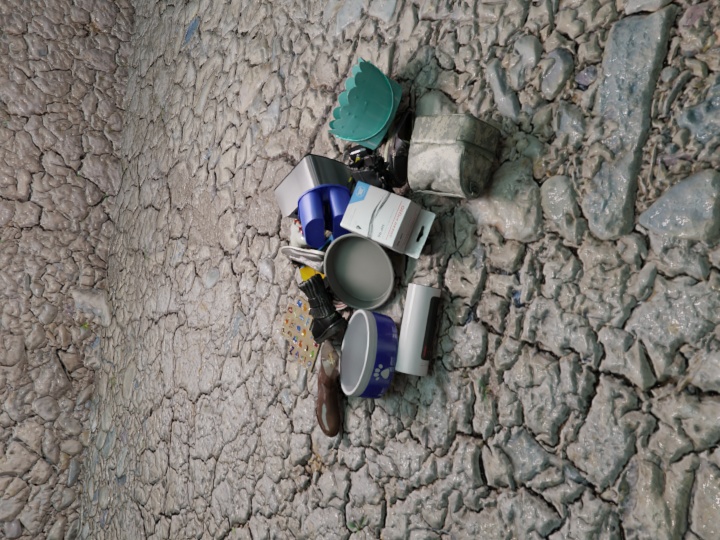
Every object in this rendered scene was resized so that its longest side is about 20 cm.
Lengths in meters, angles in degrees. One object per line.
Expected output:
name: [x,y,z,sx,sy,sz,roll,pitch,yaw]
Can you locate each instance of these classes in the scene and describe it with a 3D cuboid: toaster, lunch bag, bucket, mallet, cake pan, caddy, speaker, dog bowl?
toaster: [-0.113,-0.223,1.732,0.199,0.178,0.121,-39,60,34]
lunch bag: [0.201,-0.251,1.407,0.198,0.137,0.173,16,92,49]
bucket: [0.013,-0.425,1.616,0.209,0.132,0.210,-90,26,-59]
mallet: [-0.025,-0.261,1.689,0.065,0.041,0.204,-3,56,41]
cake pan: [0.000,0.000,1.579,0.195,0.037,0.206,10,114,22]
caddy: [-0.088,-0.145,1.580,0.201,0.137,0.108,96,164,-66]
speaker: [0.131,0.137,1.437,0.080,0.080,0.207,7,86,48]
dog bowl: [0.017,0.202,1.500,0.199,0.077,0.207,-168,89,-72]

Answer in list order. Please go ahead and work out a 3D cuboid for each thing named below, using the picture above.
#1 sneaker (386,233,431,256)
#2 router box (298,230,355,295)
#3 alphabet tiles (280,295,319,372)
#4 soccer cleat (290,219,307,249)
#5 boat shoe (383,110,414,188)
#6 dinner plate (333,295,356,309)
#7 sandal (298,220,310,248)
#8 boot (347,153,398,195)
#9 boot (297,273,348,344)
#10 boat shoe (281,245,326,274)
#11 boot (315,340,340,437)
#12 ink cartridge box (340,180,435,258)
sneaker: [0.075,-0.107,1.520,0.199,0.060,0.104,44,150,0]
router box: [-0.084,-0.022,1.706,0.200,0.050,0.152,-46,50,29]
alphabet tiles: [-0.172,0.177,1.828,0.198,0.007,0.172,28,102,49]
soccer cleat: [-0.160,-0.088,1.749,0.200,0.067,0.080,-136,53,-69]
boat shoe: [0.105,-0.312,1.584,0.064,0.071,0.206,-17,63,50]
dinner plate: [-0.049,0.007,1.716,0.197,0.024,0.207,-14,71,46]
sandal: [-0.153,-0.108,1.845,0.200,0.044,0.077,45,113,44]
boot: [0.018,-0.203,1.582,0.195,0.164,0.074,-2,42,44]
boot: [-0.111,0.098,1.642,0.160,0.079,0.211,55,155,2]
boat shoe: [-0.157,-0.029,1.701,0.197,0.066,0.059,8,82,46]
boot: [-0.077,0.301,1.579,0.202,0.062,0.191,107,154,-57]
ink cartridge box: [0.063,-0.118,1.447,0.197,0.067,0.119,24,91,31]
